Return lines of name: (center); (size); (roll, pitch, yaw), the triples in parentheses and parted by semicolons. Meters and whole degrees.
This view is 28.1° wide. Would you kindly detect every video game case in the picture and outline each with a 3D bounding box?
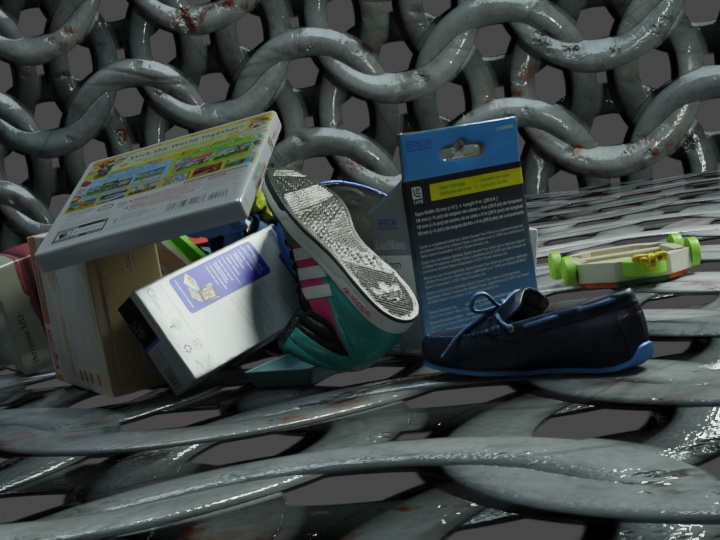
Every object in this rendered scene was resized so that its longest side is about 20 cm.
video game case: (-0.179, -0.073, 1.301); (0.199, 0.023, 0.182); (-14, 28, 16)

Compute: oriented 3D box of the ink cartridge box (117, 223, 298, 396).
ink cartridge box: (-0.125, 0.033, 1.347); (0.200, 0.100, 0.039); (-28, -10, -47)

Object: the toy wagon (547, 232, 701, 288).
toy wagon: (0.298, -0.008, 1.601); (0.154, 0.040, 0.200); (-9, 6, -3)

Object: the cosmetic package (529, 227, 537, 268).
cosmetic package: (0.122, -0.013, 1.625); (0.107, 0.085, 0.200); (1, 5, -11)

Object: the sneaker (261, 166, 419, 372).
sneaker: (-0.039, 0.013, 1.252); (0.083, 0.200, 0.121); (-5, -42, -44)

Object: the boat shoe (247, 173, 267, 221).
boat shoe: (-0.107, -0.042, 1.639); (0.071, 0.201, 0.060); (-15, -35, 4)

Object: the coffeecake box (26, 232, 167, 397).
coffeecake box: (-0.255, 0.034, 1.413); (0.073, 0.154, 0.200); (-14, 7, -26)

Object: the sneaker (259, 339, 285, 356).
sneaker: (-0.113, 0.050, 1.469); (0.199, 0.071, 0.099); (-1, 3, 26)

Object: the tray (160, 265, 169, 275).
tray: (-0.200, -0.014, 1.563); (0.199, 0.022, 0.107); (23, -18, -13)

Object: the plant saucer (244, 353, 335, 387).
plant saucer: (-0.029, 0.079, 1.328); (0.070, 0.019, 0.200); (-6, 5, 26)

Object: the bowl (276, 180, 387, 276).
bowl: (0.015, -0.014, 1.411); (0.200, 0.201, 0.039); (-15, -34, -52)

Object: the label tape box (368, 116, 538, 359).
label tape box: (0.085, -0.032, 1.325); (0.144, 0.201, 0.063); (-12, 7, -35)

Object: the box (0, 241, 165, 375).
box: (-0.327, 0.021, 1.640); (0.199, 0.129, 0.109); (-24, 14, -27)

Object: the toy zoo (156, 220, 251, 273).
toy zoo: (-0.157, -0.033, 1.507); (0.131, 0.021, 0.200); (40, 22, 15)

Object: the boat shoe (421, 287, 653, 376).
boat shoe: (0.139, 0.044, 1.144); (0.199, 0.069, 0.084); (-6, 6, 30)

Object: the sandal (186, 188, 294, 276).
sandal: (-0.119, -0.040, 1.446); (0.200, 0.087, 0.079); (43, -8, -39)
